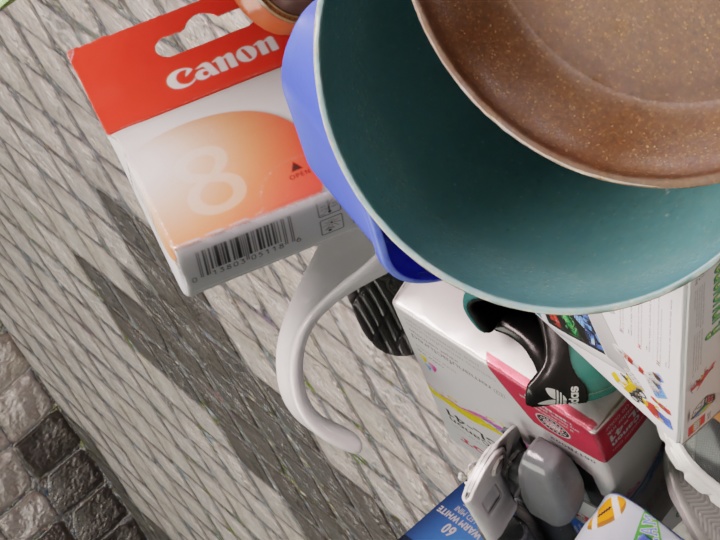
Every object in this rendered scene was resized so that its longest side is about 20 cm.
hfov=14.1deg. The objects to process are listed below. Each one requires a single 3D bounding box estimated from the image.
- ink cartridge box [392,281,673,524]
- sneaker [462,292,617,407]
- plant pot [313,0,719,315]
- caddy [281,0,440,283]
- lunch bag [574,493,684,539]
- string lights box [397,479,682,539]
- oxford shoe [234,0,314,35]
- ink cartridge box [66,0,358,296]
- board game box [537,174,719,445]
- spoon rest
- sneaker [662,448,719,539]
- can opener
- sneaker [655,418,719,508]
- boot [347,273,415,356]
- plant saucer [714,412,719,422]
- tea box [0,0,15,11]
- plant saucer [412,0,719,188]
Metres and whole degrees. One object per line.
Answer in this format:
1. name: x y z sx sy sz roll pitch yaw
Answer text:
1. ink cartridge box: 0.112 0.063 1.654 0.148 0.086 0.200 32 164 24
2. sneaker: 0.081 -0.018 1.541 0.071 0.080 0.200 83 162 -62
3. plant pot: 0.097 -0.094 1.181 0.200 0.200 0.135 49 -157 5
4. caddy: 0.048 -0.077 1.432 0.105 0.141 0.200 48 168 30
5. lunch bag: 0.188 0.212 1.621 0.200 0.076 0.160 35 164 14
6. string lights box: 0.102 0.173 1.814 0.059 0.200 0.103 32 158 53
7. oxford shoe: -0.070 -0.230 1.602 0.200 0.071 0.073 53 139 -3
8. ink cartridge box: -0.060 -0.096 1.605 0.050 0.162 0.200 81 164 -54
9. board game box: 0.115 -0.007 1.338 0.126 0.035 0.200 44 165 21
10. spoon rest: 0.000 0.000 1.638 0.061 0.200 0.099 16 -176 -24
11. sneaker: 0.232 0.172 1.661 0.200 0.074 0.116 49 164 -1
12. can opener: 0.099 0.147 1.669 0.066 0.053 0.200 30 165 22
13. sneaker: 0.231 0.107 1.528 0.200 0.074 0.085 56 141 -3
14. boot: 0.010 -0.037 1.751 0.132 0.070 0.200 -1 -109 -73
15. plant saucer: 0.162 0.015 1.394 0.200 0.032 0.200 47 167 14
16. tea box: -0.135 -0.244 1.433 0.134 0.200 0.197 51 166 -7
17. plant saucer: 0.111 -0.131 1.070 0.200 0.200 0.037 48 -153 6
